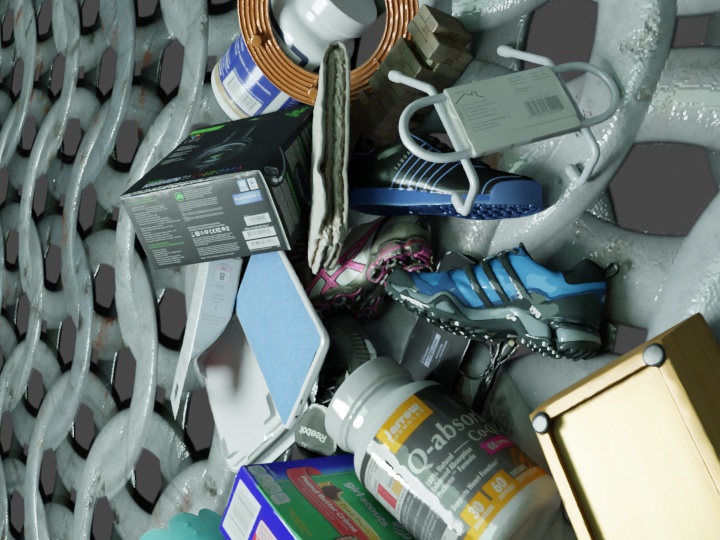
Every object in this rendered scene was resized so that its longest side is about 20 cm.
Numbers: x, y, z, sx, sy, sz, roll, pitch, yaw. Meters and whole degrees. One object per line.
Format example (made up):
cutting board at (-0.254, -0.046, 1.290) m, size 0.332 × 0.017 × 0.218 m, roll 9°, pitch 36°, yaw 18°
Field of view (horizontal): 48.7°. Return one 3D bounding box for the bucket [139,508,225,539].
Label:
bucket at (-0.180, 0.392, 0.906) m, size 0.134 × 0.206 × 0.210 m, roll 22°, pitch 101°, yaw 37°

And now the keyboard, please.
keyboard at (0.091, 0.090, 0.774) m, size 0.127 × 0.020 × 0.202 m, roll 37°, pitch 113°, yaw 45°

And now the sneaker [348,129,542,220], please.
sneaker at (0.075, -0.093, 0.750) m, size 0.198 × 0.070 × 0.079 m, roll 5°, pitch 83°, yaw 25°

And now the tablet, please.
tablet at (-0.089, 0.055, 0.859) m, size 0.201 × 0.014 × 0.131 m, roll 59°, pitch 135°, yaw 44°

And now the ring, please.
ring at (-0.037, -0.269, 0.837) m, size 0.201 × 0.199 × 0.019 m, roll -53°, pitch 7°, yaw 29°

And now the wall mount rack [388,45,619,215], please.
wall mount rack at (0.113, -0.142, 0.693) m, size 0.075 × 0.198 × 0.175 m, roll 101°, pitch 151°, yaw -61°

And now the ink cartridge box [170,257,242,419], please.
ink cartridge box at (-0.197, 0.078, 1.013) m, size 0.162 × 0.056 × 0.203 m, roll -179°, pitch 97°, yaw -75°

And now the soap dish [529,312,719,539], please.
soap dish at (0.219, 0.155, 0.578) m, size 0.157 × 0.081 × 0.202 m, roll -40°, pitch 56°, yaw 37°

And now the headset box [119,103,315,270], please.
headset box at (-0.132, -0.099, 0.884) m, size 0.172 × 0.201 × 0.094 m, roll -7°, pitch 119°, yaw 23°

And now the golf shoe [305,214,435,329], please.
golf shoe at (0.000, 0.000, 0.856) m, size 0.199 × 0.072 × 0.093 m, roll -34°, pitch 45°, yaw 32°

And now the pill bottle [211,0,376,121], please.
pill bottle at (-0.078, -0.260, 0.934) m, size 0.199 × 0.115 × 0.117 m, roll -37°, pitch 59°, yaw 37°

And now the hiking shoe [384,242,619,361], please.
hiking shoe at (0.119, 0.017, 0.701) m, size 0.198 × 0.074 × 0.088 m, roll 13°, pitch 79°, yaw 24°

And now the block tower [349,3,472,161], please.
block tower at (0.036, -0.178, 0.843) m, size 0.200 × 0.057 × 0.054 m, roll -51°, pitch 50°, yaw 32°

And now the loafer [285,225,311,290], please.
loafer at (-0.098, 0.004, 0.951) m, size 0.068 × 0.075 × 0.202 m, roll -34°, pitch 57°, yaw 46°

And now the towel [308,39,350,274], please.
towel at (-0.033, -0.106, 0.791) m, size 0.133 × 0.034 × 0.203 m, roll 118°, pitch 154°, yaw -73°

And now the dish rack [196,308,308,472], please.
dish rack at (-0.148, 0.145, 1.014) m, size 0.172 × 0.043 × 0.202 m, roll -45°, pitch 55°, yaw 34°

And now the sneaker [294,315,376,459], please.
sneaker at (-0.026, 0.150, 0.823) m, size 0.066 × 0.090 × 0.203 m, roll 5°, pitch 97°, yaw 38°

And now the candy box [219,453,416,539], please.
candy box at (0.001, 0.247, 0.719) m, size 0.169 × 0.199 × 0.078 m, roll 38°, pitch 110°, yaw 42°

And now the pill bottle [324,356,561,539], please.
pill bottle at (0.066, 0.171, 0.699) m, size 0.199 × 0.116 × 0.117 m, roll 38°, pitch 113°, yaw 32°
